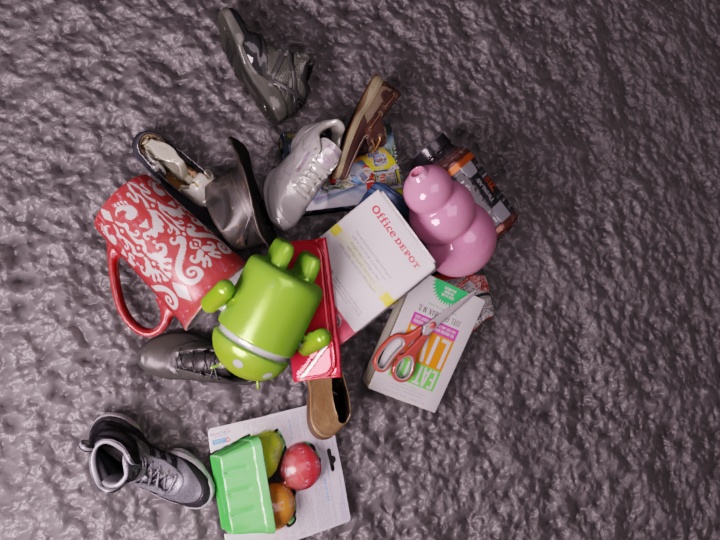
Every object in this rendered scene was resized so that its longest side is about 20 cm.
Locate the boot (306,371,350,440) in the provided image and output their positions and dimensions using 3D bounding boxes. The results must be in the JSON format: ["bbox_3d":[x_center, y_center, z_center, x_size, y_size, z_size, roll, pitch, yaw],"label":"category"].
[{"bbox_3d":[-0.051,0.148,1.001,0.073,0.075,0.203,5,60,-32],"label":"boot"}]

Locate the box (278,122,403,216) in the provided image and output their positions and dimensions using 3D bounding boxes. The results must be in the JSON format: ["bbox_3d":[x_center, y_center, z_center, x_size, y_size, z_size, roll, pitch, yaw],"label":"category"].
[{"bbox_3d":[-0.030,-0.172,1.108,0.197,0.038,0.139,-9,82,-20],"label":"box"}]

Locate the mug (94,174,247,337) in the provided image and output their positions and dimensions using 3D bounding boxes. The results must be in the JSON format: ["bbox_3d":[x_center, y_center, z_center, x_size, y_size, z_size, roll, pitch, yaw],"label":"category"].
[{"bbox_3d":[-0.289,-0.018,0.941,0.200,0.133,0.178,45,58,-2],"label":"mug"}]

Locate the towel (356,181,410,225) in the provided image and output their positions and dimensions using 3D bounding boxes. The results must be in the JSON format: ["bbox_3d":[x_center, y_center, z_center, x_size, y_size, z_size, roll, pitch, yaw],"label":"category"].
[{"bbox_3d":[0.018,-0.036,1.069,0.111,0.049,0.202,31,85,-8],"label":"towel"}]

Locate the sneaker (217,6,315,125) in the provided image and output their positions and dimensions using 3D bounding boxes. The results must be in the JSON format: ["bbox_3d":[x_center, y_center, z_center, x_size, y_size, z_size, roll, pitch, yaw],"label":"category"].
[{"bbox_3d":[-0.152,-0.354,1.086,0.114,0.076,0.201,-36,95,-23],"label":"sneaker"}]

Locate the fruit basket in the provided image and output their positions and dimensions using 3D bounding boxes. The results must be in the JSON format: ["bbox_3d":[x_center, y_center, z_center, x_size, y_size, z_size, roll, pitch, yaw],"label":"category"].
[{"bbox_3d":[-0.119,0.307,0.972,0.197,0.093,0.189,-7,82,-35],"label":"fruit basket"}]

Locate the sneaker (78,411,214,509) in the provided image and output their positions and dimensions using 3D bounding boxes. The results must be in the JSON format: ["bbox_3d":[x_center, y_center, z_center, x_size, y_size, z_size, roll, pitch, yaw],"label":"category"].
[{"bbox_3d":[-0.292,0.276,0.886,0.199,0.114,0.076,36,91,-7],"label":"sneaker"}]

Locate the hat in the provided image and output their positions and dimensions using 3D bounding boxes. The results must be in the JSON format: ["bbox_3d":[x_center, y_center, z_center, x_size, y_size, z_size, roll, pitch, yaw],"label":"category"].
[{"bbox_3d":[-0.184,-0.093,0.978,0.080,0.201,0.204,-19,85,0],"label":"hat"}]

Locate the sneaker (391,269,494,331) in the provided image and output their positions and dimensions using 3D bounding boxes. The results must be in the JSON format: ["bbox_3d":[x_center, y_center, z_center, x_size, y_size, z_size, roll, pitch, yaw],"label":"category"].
[{"bbox_3d":[0.137,0.063,1.102,0.198,0.067,0.110,-15,82,-23],"label":"sneaker"}]

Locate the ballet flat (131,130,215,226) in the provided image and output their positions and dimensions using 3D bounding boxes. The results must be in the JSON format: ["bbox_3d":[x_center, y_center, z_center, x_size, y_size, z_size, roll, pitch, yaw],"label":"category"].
[{"bbox_3d":[-0.270,-0.143,1.007,0.199,0.073,0.073,42,70,-7],"label":"ballet flat"}]

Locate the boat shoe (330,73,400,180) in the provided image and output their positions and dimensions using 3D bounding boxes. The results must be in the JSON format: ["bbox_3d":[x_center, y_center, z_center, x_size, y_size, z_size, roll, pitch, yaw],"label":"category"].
[{"bbox_3d":[0.014,-0.229,1.077,0.071,0.072,0.202,27,66,-10],"label":"boat shoe"}]

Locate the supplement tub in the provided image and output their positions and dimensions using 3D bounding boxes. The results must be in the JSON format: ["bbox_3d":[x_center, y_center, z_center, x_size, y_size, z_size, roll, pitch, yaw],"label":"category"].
[{"bbox_3d":[0.176,-0.138,1.134,0.107,0.107,0.201,-39,93,-21],"label":"supplement tub"}]

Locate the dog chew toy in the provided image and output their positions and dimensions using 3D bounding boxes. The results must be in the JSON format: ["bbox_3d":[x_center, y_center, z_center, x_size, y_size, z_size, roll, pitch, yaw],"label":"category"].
[{"bbox_3d":[0.132,-0.082,1.015,0.125,0.123,0.201,-55,131,-20],"label":"dog chew toy"}]

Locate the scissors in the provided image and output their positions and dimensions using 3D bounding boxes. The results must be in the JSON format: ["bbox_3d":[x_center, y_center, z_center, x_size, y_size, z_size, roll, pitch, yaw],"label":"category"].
[{"bbox_3d":[0.100,0.089,1.024,0.073,0.014,0.201,40,88,-14],"label":"scissors"}]

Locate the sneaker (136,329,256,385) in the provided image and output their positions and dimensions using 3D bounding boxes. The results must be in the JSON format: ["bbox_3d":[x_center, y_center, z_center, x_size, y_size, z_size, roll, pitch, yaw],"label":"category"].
[{"bbox_3d":[-0.225,0.130,0.955,0.196,0.091,0.078,5,87,-16],"label":"sneaker"}]

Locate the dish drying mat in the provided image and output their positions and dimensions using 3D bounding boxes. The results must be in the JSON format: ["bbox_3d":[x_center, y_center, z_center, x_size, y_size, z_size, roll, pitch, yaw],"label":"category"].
[{"bbox_3d":[-0.074,0.057,0.949,0.075,0.018,0.204,-7,88,10],"label":"dish drying mat"}]

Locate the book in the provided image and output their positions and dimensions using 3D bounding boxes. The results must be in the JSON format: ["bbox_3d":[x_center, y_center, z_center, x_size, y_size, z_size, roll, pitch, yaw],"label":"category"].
[{"bbox_3d":[0.103,0.114,1.058,0.132,0.048,0.203,22,93,-15],"label":"book"}]

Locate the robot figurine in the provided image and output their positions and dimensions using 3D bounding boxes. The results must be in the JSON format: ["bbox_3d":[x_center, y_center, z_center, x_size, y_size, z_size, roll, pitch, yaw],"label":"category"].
[{"bbox_3d":[-0.126,0.059,0.890,0.174,0.116,0.202,27,91,-22],"label":"robot figurine"}]

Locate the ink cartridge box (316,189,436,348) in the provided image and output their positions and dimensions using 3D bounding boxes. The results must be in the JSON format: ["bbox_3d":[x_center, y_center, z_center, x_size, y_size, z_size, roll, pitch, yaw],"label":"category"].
[{"bbox_3d":[0.000,0.000,0.991,0.199,0.083,0.146,-38,82,6],"label":"ink cartridge box"}]

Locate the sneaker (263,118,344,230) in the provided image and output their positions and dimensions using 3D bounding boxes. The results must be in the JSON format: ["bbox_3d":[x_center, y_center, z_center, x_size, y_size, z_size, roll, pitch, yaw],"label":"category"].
[{"bbox_3d":[-0.084,-0.155,1.000,0.075,0.099,0.203,36,62,-32],"label":"sneaker"}]
